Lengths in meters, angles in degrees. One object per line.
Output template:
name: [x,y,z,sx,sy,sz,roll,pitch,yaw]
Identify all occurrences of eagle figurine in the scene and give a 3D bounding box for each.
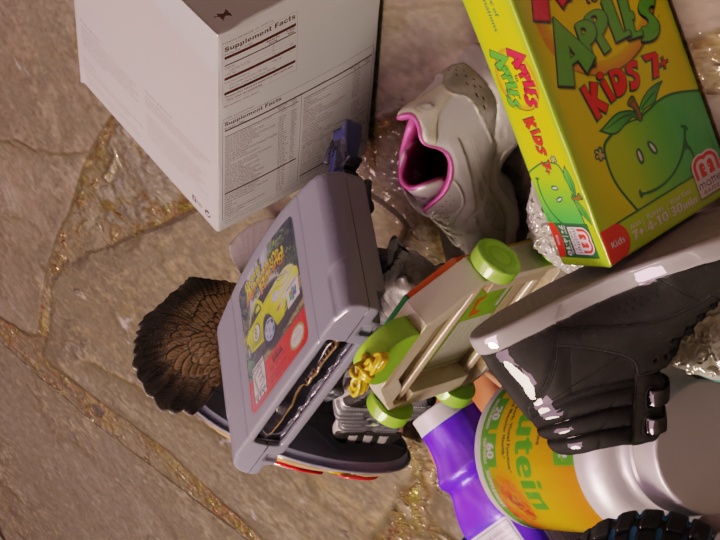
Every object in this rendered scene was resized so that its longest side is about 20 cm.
eagle figurine: [-0.086,0.051,1.522,0.151,0.152,0.200,40,-170,6]

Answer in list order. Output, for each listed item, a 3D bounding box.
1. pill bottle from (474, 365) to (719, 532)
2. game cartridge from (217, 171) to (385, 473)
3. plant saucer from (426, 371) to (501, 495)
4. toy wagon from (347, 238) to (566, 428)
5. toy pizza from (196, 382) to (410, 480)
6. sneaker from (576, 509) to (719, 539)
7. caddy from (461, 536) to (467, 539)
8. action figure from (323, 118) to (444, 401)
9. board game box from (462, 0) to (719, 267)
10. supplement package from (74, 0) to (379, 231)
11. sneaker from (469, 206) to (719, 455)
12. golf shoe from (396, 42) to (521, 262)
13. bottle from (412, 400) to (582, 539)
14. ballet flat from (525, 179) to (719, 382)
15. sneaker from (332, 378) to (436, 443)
pill bottle: [0.168,0.116,1.196,0.112,0.111,0.200,63,154,-7]
game cartridge: [-0.046,0.031,1.258,0.200,0.041,0.134,-55,31,42]
plant saucer: [0.118,0.147,1.407,0.200,0.037,0.201,42,149,34]
toy wagon: [0.058,0.038,1.207,0.040,0.199,0.155,50,127,23]
toy pizza: [-0.055,0.137,1.553,0.200,0.199,0.032,30,107,47]
sneaker: [0.220,0.193,1.121,0.087,0.199,0.075,118,159,-73]
caddy: [0.110,0.297,1.442,0.141,0.105,0.200,30,161,35]
action figure: [0.000,0.000,1.334,0.193,0.104,0.201,-6,74,62]
board game box: [0.130,-0.114,1.035,0.048,0.101,0.201,5,122,60]
supplement package: [-0.100,-0.180,1.335,0.191,0.147,0.201,46,151,28]
sneaker: [0.171,0.036,1.043,0.100,0.199,0.071,62,-171,-9]
golf shoe: [0.059,-0.060,1.238,0.075,0.091,0.201,41,150,33]
bottle: [0.112,0.181,1.335,0.200,0.065,0.084,56,150,10]
ballet flat: [0.169,-0.003,1.109,0.200,0.072,0.072,37,146,37]
sneaker: [0.011,0.063,1.430,0.200,0.075,0.116,125,147,-71]
